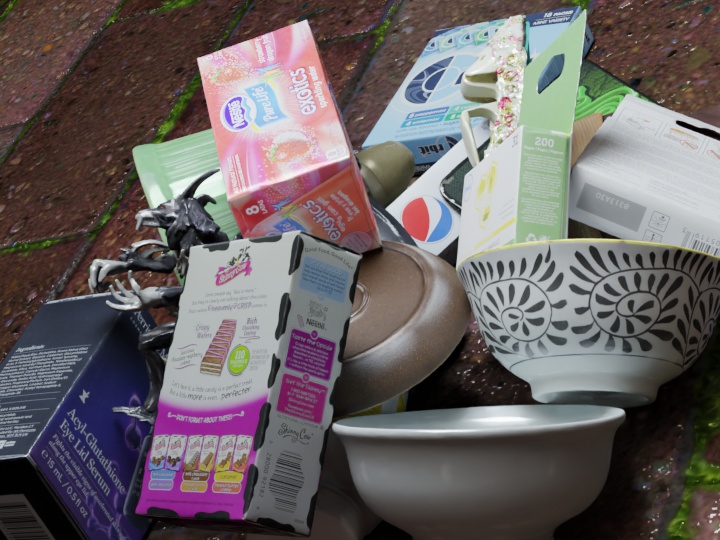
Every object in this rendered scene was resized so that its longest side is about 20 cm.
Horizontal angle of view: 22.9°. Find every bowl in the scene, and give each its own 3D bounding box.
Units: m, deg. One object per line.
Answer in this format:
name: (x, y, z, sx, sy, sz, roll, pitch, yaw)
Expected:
bowl: (0.081, 0.142, 1.202, 0.201, 0.091, 0.201, -2, -1, 0)
bowl: (0.167, 0.046, 1.271, 0.200, 0.201, 0.094, -6, 74, 34)

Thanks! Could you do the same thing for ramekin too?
ramekin: (-0.119, -0.032, 1.566, 0.098, 0.200, 0.200, -21, 30, -3)

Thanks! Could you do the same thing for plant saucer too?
plant saucer: (-0.017, 0.035, 1.328, 0.200, 0.032, 0.200, -13, 34, 9)

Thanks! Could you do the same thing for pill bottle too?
pill bottle: (-0.027, 0.134, 1.320, 0.111, 0.111, 0.200, -16, 32, 20)

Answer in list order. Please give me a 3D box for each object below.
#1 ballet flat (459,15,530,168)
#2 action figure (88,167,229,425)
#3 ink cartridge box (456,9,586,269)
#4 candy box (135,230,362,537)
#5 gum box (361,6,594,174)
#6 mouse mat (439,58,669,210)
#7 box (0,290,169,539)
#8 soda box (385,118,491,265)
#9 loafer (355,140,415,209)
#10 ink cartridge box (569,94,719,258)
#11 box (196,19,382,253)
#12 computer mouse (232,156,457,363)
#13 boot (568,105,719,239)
ballet flat: (0.116, -0.140, 1.496, 0.064, 0.076, 0.200, 2, 53, -3)
action figure: (-0.154, 0.017, 1.366, 0.102, 0.200, 0.119, 6, 2, -15)
ink cartridge box: (0.121, -0.086, 1.357, 0.146, 0.048, 0.200, 140, 136, -71)
candy box: (-0.078, 0.080, 1.232, 0.136, 0.061, 0.200, -6, 70, 51)
gum box: (0.116, -0.174, 1.728, 0.170, 0.045, 0.200, -5, 37, 35)
mouse mat: (0.186, -0.087, 1.505, 0.161, 0.008, 0.200, 36, 64, 25)
box: (-0.229, 0.135, 1.446, 0.104, 0.148, 0.200, -8, 37, 31)
soda box: (0.072, -0.048, 1.533, 0.064, 0.068, 0.200, 42, 67, 14)
loafer: (0.006, -0.068, 1.584, 0.067, 0.076, 0.200, -32, 3, -14)
ink cartridge box: (0.254, -0.065, 1.380, 0.161, 0.050, 0.200, 22, 25, 10)
box: (-0.060, -0.096, 1.405, 0.102, 0.095, 0.200, -19, 41, 3)
computer mouse: (0.000, 0.000, 1.438, 0.138, 0.200, 0.053, -44, -10, -9)
boot: (0.240, -0.064, 1.425, 0.166, 0.072, 0.200, -8, 43, -3)
